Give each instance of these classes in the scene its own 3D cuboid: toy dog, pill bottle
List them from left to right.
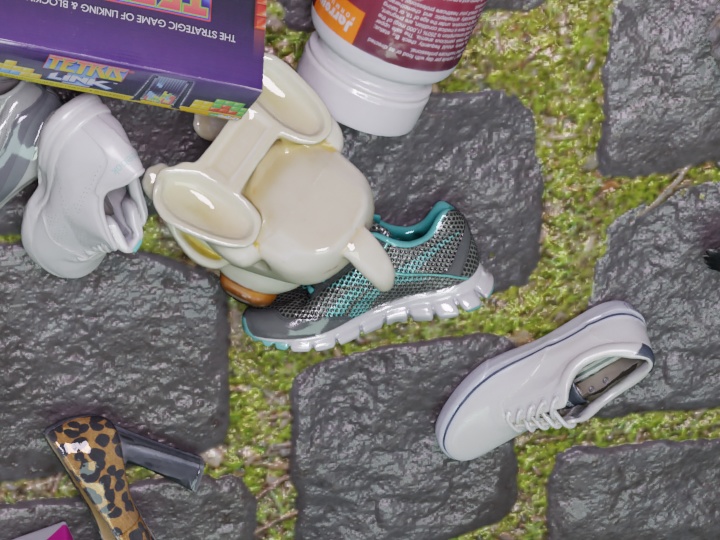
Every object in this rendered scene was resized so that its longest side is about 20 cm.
[{"bbox_3d":[-0.060,-0.048,1.651,0.193,0.200,0.140,26,77,-3],"label":"toy dog"},{"bbox_3d":[0.033,-0.203,1.596,0.114,0.114,0.201,13,120,-22],"label":"pill bottle"}]

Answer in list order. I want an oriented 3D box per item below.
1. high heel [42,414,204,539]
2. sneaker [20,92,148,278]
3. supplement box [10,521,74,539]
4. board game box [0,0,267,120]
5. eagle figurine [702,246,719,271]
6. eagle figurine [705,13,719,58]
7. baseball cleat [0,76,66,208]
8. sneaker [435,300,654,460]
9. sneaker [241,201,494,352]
[{"bbox_3d":[-0.215,0.220,1.819,0.142,0.071,0.201,22,78,-31],"label":"high heel"},{"bbox_3d":[-0.189,-0.037,1.635,0.075,0.088,0.200,-40,163,-25],"label":"sneaker"},{"bbox_3d":[-0.313,0.303,1.873,0.199,0.101,0.104,-19,126,-1],"label":"supplement box"},{"bbox_3d":[-0.161,-0.201,1.521,0.199,0.166,0.057,9,157,-20],"label":"board game box"},{"bbox_3d":[0.396,-0.021,1.825,0.199,0.151,0.152,34,69,0],"label":"eagle figurine"},{"bbox_3d":[0.297,-0.246,1.605,0.151,0.151,0.201,26,76,9],"label":"eagle figurine"},{"bbox_3d":[-0.298,-0.068,1.648,0.200,0.070,0.106,-43,118,5],"label":"baseball cleat"},{"bbox_3d":[0.149,0.099,1.862,0.200,0.071,0.073,-36,125,12],"label":"sneaker"},{"bbox_3d":[0.000,0.000,1.768,0.199,0.078,0.092,-16,111,-7],"label":"sneaker"}]
